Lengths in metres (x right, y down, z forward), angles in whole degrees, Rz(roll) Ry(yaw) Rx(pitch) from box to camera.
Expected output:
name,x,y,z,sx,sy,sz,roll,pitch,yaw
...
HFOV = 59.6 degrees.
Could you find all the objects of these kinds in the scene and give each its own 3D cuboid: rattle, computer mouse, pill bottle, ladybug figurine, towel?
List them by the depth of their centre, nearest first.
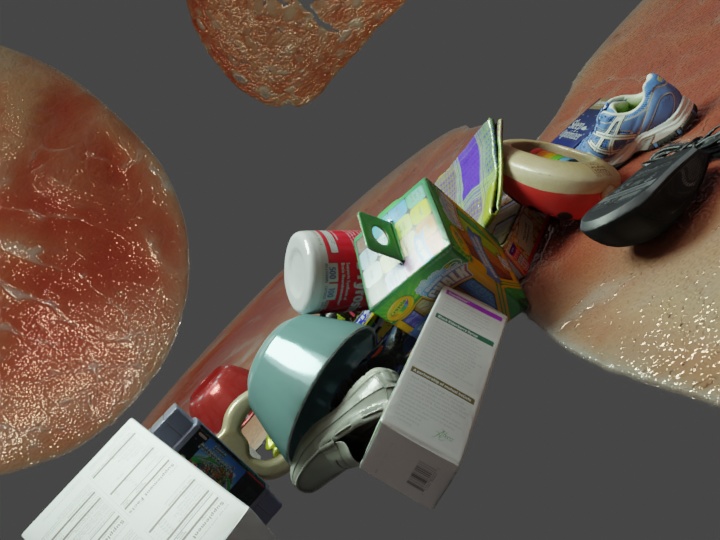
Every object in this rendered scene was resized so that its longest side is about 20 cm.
name,x,y,z,sx,sy,sz,roll,pitch,yaw
computer mouse,0.308,-0.078,0.637,0.199,0.053,0.138,-35,5,-19
ladybug figurine,0.245,-0.117,0.812,0.133,0.073,0.200,-6,25,-24
towel,0.144,-0.103,0.869,0.200,0.022,0.147,134,142,-69
pill bottle,0.000,0.000,0.890,0.196,0.115,0.112,-3,-9,-26
rattle,-0.180,0.239,0.900,0.197,0.133,0.142,-17,9,-25

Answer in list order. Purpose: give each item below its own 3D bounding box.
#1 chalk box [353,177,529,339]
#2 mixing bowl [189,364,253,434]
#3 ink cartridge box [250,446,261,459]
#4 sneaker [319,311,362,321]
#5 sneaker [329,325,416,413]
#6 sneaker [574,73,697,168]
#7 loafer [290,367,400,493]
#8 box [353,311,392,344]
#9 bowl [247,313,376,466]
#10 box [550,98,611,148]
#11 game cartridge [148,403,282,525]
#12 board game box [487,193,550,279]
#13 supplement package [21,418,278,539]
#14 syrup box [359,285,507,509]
name,x,y,z,sx,sy,sz,roll,pitch,yaw
chalk box,0.078,-0.009,0.729,0.123,0.199,0.126,-38,41,23
mixing bowl,-0.301,0.282,1.378,0.200,0.109,0.200,-41,12,10
ink cartridge box,-0.212,0.351,0.950,0.109,0.050,0.200,-43,12,6
sneaker,-0.019,0.055,1.067,0.200,0.073,0.088,-49,7,50
sneaker,0.033,0.134,0.833,0.200,0.075,0.078,-43,-3,-23
sneaker,0.337,-0.185,0.837,0.199,0.077,0.076,-34,16,48
loafer,-0.016,0.200,0.734,0.201,0.069,0.070,-53,36,23
box,0.044,0.074,0.989,0.200,0.064,0.070,-48,11,-20
bowl,-0.073,0.138,0.826,0.201,0.104,0.203,-49,-23,-29
box,0.357,-0.216,1.000,0.199,0.032,0.121,-42,11,11
game cartridge,-0.205,0.278,0.790,0.130,0.201,0.038,-44,19,-8
board game box,0.194,-0.042,0.910,0.151,0.046,0.201,-32,16,47
supplement package,-0.194,0.286,0.631,0.198,0.153,0.151,19,56,36
syrup box,0.077,0.114,0.615,0.201,0.080,0.080,-55,-12,-47
